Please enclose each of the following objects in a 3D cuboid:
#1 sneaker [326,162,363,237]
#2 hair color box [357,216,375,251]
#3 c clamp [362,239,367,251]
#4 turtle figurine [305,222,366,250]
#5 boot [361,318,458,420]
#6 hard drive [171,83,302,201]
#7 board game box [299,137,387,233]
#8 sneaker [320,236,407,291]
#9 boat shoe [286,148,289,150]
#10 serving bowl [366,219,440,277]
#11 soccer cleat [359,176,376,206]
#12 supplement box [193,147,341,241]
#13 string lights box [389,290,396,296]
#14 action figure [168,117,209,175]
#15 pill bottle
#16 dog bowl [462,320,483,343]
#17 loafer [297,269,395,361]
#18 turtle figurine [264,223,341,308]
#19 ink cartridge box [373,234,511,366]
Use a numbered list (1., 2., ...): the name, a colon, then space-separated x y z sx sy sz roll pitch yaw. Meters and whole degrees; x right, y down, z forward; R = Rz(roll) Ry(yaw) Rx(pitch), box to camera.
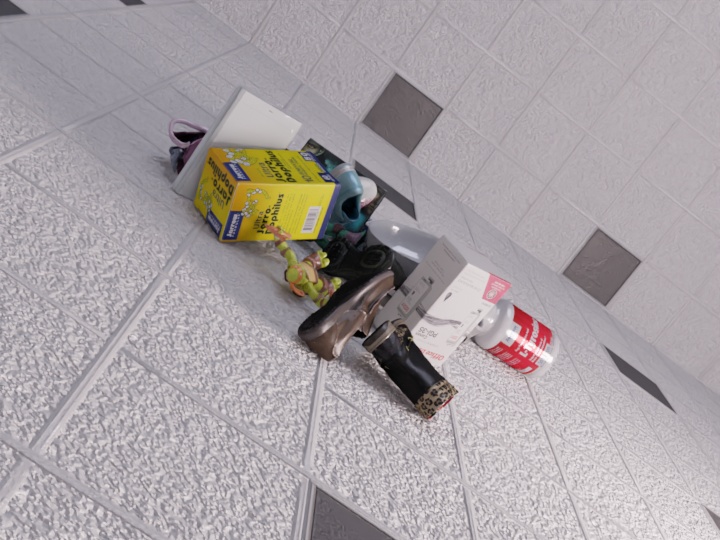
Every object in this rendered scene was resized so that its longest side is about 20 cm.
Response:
1. sneaker: -0.040 -0.112 1.854 0.073 0.201 0.083 -18 62 -22
2. hair color box: 0.010 -0.076 2.043 0.199 0.061 0.100 40 14 7
3. c clamp: 0.032 -0.014 1.858 0.168 0.028 0.201 4 27 -1
4. turtle figurine: -0.087 -0.094 1.794 0.199 0.101 0.150 41 -27 9
5. boot: 0.079 0.148 1.473 0.151 0.073 0.200 48 2 10
6. hard drive: -0.201 -0.189 1.580 0.131 0.201 0.026 25 18 -40
7. board game box: -0.062 -0.166 1.990 0.199 0.136 0.028 35 -19 5
8. sneaker: 0.000 0.000 1.687 0.199 0.076 0.091 16 -25 48
9. boat shoe: -0.203 -0.249 2.084 0.199 0.072 0.072 36 -21 41
10. serving bowl: 0.097 -0.018 1.762 0.197 0.067 0.201 19 20 -7
11. soccer cleat: -0.053 -0.156 1.920 0.197 0.086 0.071 -10 72 -18
12. supplement box: -0.150 -0.123 1.560 0.198 0.111 0.109 -4 38 -38
13. string lights box: 0.114 0.030 1.966 0.102 0.059 0.200 40 15 5
14. action figure: -0.228 -0.219 1.648 0.196 0.150 0.135 -9 53 -10
15. pill bottle: 0.310 0.132 2.022 0.199 0.113 0.113 32 15 -21
16. dog bowl: 0.184 0.043 1.898 0.202 0.058 0.201 -90 154 -51
17. loafer: -0.014 0.066 1.409 0.199 0.072 0.072 -39 108 -39
18. turtle figurine: -0.079 0.016 1.517 0.201 0.064 0.161 49 11 12
19. ink cartridge box: 0.139 0.056 1.651 0.146 0.201 0.083 21 24 -47
